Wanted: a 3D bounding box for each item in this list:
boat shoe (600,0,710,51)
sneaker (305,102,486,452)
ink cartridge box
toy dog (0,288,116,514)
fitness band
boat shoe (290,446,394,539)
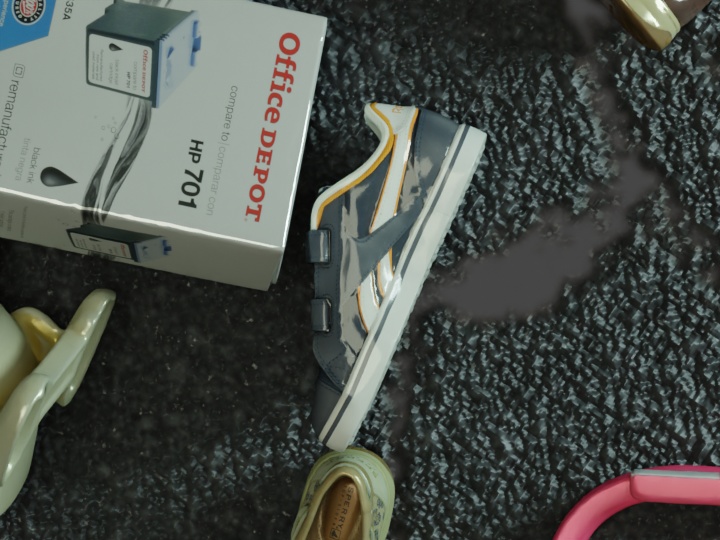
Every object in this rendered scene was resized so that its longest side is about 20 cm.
[{"bbox_3d":[0.130,-0.220,1.689,0.072,0.072,0.200,-40,96,-1],"label":"boat shoe"},{"bbox_3d":[0.000,0.000,1.722,0.079,0.078,0.201,22,86,1],"label":"sneaker"},{"bbox_3d":[-0.129,-0.085,1.691,0.198,0.086,0.147,11,72,-3],"label":"ink cartridge box"},{"bbox_3d":[-0.268,0.044,1.748,0.199,0.140,0.194,30,134,3],"label":"toy dog"},{"bbox_3d":[0.203,0.186,1.730,0.198,0.037,0.145,5,98,8],"label":"fitness band"},{"bbox_3d":[-0.026,0.203,1.747,0.073,0.063,0.202,9,96,6],"label":"boat shoe"}]
